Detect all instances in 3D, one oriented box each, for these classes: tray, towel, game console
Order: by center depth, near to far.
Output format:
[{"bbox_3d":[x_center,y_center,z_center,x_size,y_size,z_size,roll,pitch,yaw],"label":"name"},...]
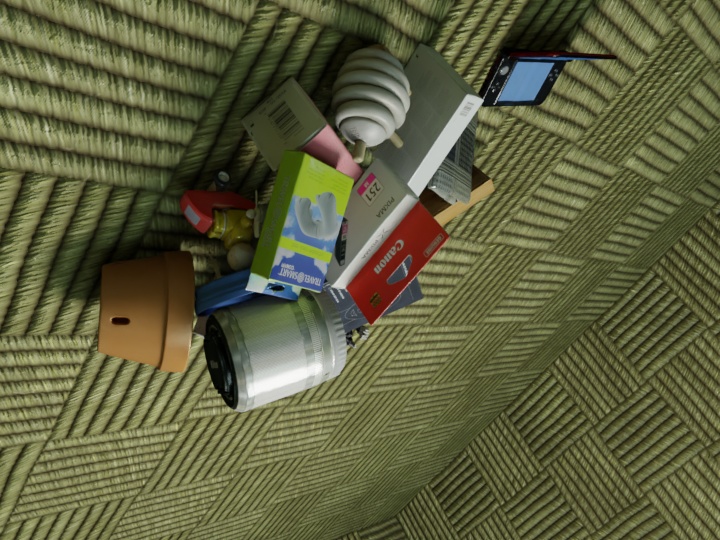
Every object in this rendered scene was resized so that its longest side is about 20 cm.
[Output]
[{"bbox_3d":[0.171,-0.230,1.146,0.199,0.034,0.198,9,87,-62],"label":"towel"},{"bbox_3d":[0.355,-0.365,1.181,0.196,0.120,0.174,-11,142,-34],"label":"game console"},{"bbox_3d":[0.175,-0.151,1.309,0.198,0.099,0.037,-33,131,-4],"label":"tray"}]

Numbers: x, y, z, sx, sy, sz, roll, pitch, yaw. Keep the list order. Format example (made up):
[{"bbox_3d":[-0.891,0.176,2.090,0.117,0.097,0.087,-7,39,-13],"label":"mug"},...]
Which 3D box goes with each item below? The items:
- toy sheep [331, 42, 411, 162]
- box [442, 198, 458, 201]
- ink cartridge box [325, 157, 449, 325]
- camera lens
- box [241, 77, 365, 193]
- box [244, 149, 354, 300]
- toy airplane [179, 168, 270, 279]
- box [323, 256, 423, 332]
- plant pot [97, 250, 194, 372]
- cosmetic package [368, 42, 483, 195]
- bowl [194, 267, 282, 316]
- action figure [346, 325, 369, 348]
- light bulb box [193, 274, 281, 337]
[{"bbox_3d":[0.017,-0.259,0.948,0.134,0.205,0.138,6,161,2],"label":"toy sheep"},{"bbox_3d":[0.164,-0.230,1.196,0.200,0.034,0.113,44,58,-59],"label":"box"},{"bbox_3d":[0.021,-0.045,0.980,0.201,0.175,0.043,-49,147,20],"label":"ink cartridge box"},{"bbox_3d":[-0.139,0.121,0.979,0.196,0.161,0.162,-15,144,-27],"label":"camera lens"},{"bbox_3d":[-0.079,-0.184,0.989,0.108,0.129,0.200,-38,150,5],"label":"box"},{"bbox_3d":[-0.086,-0.057,0.890,0.121,0.047,0.205,16,90,-53],"label":"box"},{"bbox_3d":[-0.173,-0.055,0.988,0.194,0.144,0.202,-3,144,10],"label":"toy airplane"},{"bbox_3d":[0.000,0.000,1.164,0.193,0.126,0.201,-22,148,3],"label":"box"},{"bbox_3d":[-0.357,0.064,1.014,0.137,0.203,0.202,4,135,-23],"label":"plant pot"},{"bbox_3d":[0.099,-0.253,1.048,0.051,0.152,0.201,1,135,-44],"label":"cosmetic package"},{"bbox_3d":[-0.176,0.027,1.003,0.196,0.040,0.201,-18,174,-2],"label":"bowl"},{"bbox_3d":[-0.047,0.161,1.519,0.119,0.102,0.200,-46,148,-4],"label":"action figure"},{"bbox_3d":[-0.181,0.115,1.202,0.200,0.194,0.127,48,58,-59],"label":"light bulb box"}]
